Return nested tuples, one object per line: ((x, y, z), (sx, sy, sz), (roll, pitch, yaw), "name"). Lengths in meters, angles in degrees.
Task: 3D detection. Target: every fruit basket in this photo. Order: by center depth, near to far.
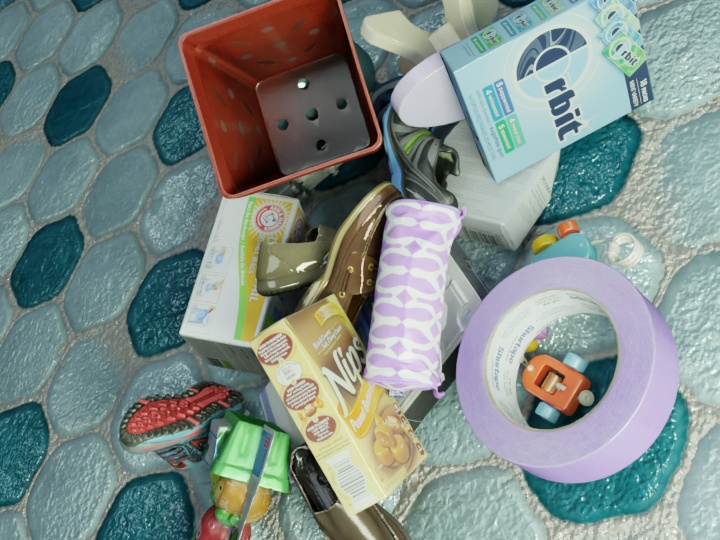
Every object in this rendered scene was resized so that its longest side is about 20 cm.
((-0.148, 0.258, 1.112), (0.202, 0.093, 0.185), (-67, 13, -6), "fruit basket")

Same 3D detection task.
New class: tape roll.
((0.190, 0.091, 0.939), (0.199, 0.065, 0.202), (-18, 58, 32), "tape roll")

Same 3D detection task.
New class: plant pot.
((-0.079, -0.203, 1.228), (0.198, 0.176, 0.202), (-17, 86, 9), "plant pot")
((-0.098, -0.270, 1.399), (0.199, 0.135, 0.202), (-19, 54, 28), "plant pot")

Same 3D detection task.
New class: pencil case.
((0.055, 0.028, 1.022), (0.084, 0.084, 0.202), (7, 83, 2), "pencil case")

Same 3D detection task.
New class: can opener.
((-0.096, -0.115, 1.362), (0.200, 0.053, 0.067), (-42, 56, 13), "can opener")

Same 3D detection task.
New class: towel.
((-0.043, 0.134, 1.157), (0.200, 0.024, 0.147), (-51, 42, 25), "towel")

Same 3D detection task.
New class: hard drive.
((0.060, 0.071, 1.099), (0.201, 0.038, 0.140), (-54, 43, 24), "hard drive")

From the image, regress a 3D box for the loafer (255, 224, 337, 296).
((-0.031, -0.023, 1.179), (0.076, 0.198, 0.068), (166, 89, -70), "loafer")

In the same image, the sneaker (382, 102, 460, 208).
((0.073, -0.128, 1.165), (0.082, 0.071, 0.201), (-18, 49, 11), "sneaker")

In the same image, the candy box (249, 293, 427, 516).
((-0.020, 0.133, 1.027), (0.055, 0.115, 0.201), (-31, 87, 26), "candy box")

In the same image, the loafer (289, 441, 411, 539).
((-0.017, 0.258, 1.043), (0.073, 0.071, 0.200), (-46, 63, 6), "loafer")

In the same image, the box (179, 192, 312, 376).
((-0.136, 0.014, 1.256), (0.100, 0.113, 0.202), (9, 67, 14), "box")

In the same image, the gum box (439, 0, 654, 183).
((0.203, -0.205, 1.069), (0.199, 0.170, 0.045), (-28, 46, 3), "gum box")

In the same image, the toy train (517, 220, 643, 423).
((0.211, 0.051, 1.025), (0.150, 0.055, 0.201), (23, 83, 42), "toy train")

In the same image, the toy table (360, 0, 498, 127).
((0.100, -0.252, 1.132), (0.118, 0.199, 0.184), (60, 139, 21), "toy table")

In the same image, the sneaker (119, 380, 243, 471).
((-0.206, 0.197, 1.178), (0.079, 0.199, 0.097), (19, 103, 27), "sneaker")

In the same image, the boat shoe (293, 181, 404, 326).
((0.000, 0.000, 1.100), (0.067, 0.072, 0.201), (35, 105, 21), "boat shoe")

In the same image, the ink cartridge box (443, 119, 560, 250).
((0.162, -0.125, 1.184), (0.162, 0.057, 0.200), (17, 58, 43), "ink cartridge box")

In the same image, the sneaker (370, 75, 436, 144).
((0.096, -0.219, 1.261), (0.199, 0.074, 0.083), (-29, 44, 33), "sneaker")
